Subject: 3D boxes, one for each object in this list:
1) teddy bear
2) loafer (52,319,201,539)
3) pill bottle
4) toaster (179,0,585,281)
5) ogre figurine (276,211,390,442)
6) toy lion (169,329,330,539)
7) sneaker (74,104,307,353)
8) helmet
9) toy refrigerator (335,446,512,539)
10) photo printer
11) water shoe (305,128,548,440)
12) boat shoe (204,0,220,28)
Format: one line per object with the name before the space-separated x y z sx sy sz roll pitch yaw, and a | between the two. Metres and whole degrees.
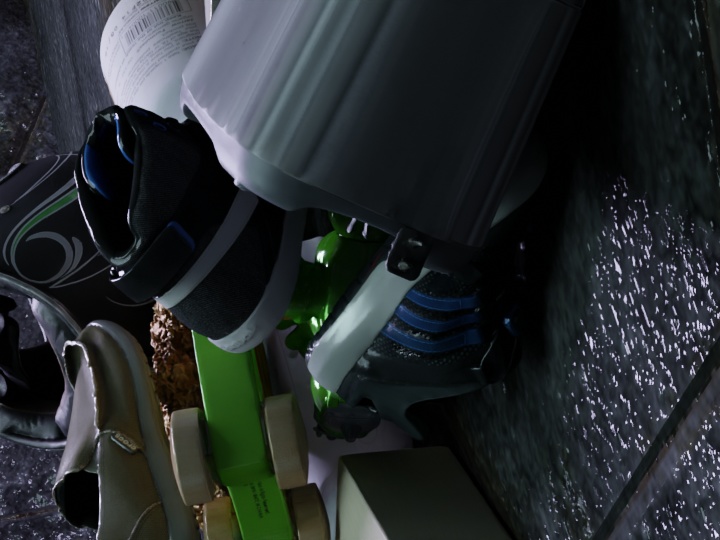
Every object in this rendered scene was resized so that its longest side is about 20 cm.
teddy bear | -0.103 0.071 1.279 0.145 0.067 0.200 -119 18 -70
loafer | -0.144 0.105 1.187 0.200 0.070 0.075 -117 20 -46
pill bottle | -0.098 -0.103 1.363 0.200 0.114 0.114 -116 20 -52
toaster | 0.008 -0.086 0.801 0.129 0.114 0.200 -65 19 10
ogre figurine | 0.000 0.000 1.055 0.120 0.098 0.200 -96 30 -76
toy lion | -0.066 0.057 1.119 0.200 0.069 0.192 81 178 -64
sneaker | -0.077 -0.066 1.007 0.073 0.112 0.200 -34 36 35
helmet | -0.183 0.011 1.414 0.191 0.200 0.200 -47 -36 -46
toy refrigerator | 0.045 0.165 1.039 0.200 0.070 0.076 -128 37 -64
photo printer | -0.021 0.087 1.272 0.200 0.069 0.166 100 156 -57
water shoe | 0.048 0.007 0.922 0.072 0.079 0.200 -57 5 -36
boat shoe | -0.060 -0.207 1.208 0.093 0.075 0.200 -95 13 -52
